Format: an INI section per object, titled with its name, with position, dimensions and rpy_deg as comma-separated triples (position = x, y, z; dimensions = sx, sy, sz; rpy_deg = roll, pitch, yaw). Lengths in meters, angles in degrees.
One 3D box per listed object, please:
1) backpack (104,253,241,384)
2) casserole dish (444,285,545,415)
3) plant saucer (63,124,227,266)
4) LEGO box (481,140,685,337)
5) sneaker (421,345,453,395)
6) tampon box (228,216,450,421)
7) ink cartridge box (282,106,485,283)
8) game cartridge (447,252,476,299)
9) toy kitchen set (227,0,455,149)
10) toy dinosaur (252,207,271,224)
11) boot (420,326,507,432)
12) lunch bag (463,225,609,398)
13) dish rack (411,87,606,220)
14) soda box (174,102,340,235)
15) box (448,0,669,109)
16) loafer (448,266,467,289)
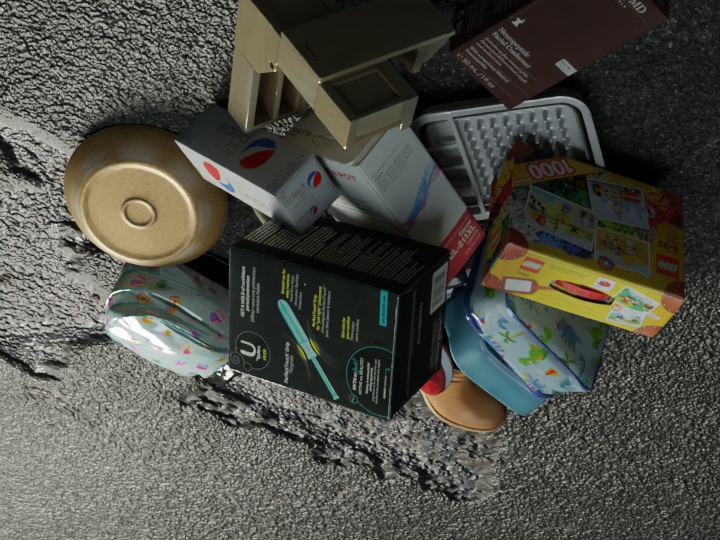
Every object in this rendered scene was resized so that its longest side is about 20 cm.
[backpack]
position = -0.221, 0.059, 1.843
dimensions = 0.199, 0.127, 0.167
rpy_deg = 31, 140, -18
[casserole dish]
position = 0.172, 0.092, 1.741
dimensions = 0.039, 0.122, 0.200
rpy_deg = -22, 137, 33
[plant saucer]
position = -0.258, -0.077, 1.718
dimensions = 0.199, 0.036, 0.201
rpy_deg = 4, 126, 5
[LEGO box]
position = 0.237, -0.033, 1.548
dimensions = 0.199, 0.149, 0.077
rpy_deg = 17, 141, -10
[sneaker]
position = 0.035, 0.108, 1.711
dimensions = 0.078, 0.116, 0.200
rpy_deg = 10, 144, 40
[tampon box]
position = -0.024, 0.042, 1.538
dimensions = 0.199, 0.126, 0.151
rpy_deg = 16, 118, 24
[ink cartridge box]
position = 0.024, -0.089, 1.590
dimensions = 0.145, 0.083, 0.200
rpy_deg = 21, 156, 49
[game cartridge]
position = 0.159, 0.052, 1.825
dimensions = 0.133, 0.041, 0.200
rpy_deg = -19, 133, 26
[toy kitchen set]
position = -0.010, -0.186, 1.483
dimensions = 0.163, 0.200, 0.181
rpy_deg = -24, 150, -26
[toy dinosaur]
position = -0.070, -0.008, 1.709
dimensions = 0.200, 0.088, 0.047
rpy_deg = 31, -177, 21
[boot]
position = 0.121, 0.136, 1.851
dimensions = 0.199, 0.074, 0.155
rpy_deg = 31, 160, -6
[lunch bag]
position = 0.210, 0.041, 1.704
dimensions = 0.082, 0.161, 0.200
rpy_deg = -15, 135, 40
[dish rack]
position = 0.165, -0.132, 1.594
dimensions = 0.199, 0.044, 0.172
rpy_deg = -6, 138, 18
[soda box]
position = -0.114, -0.112, 1.575
dimensions = 0.200, 0.064, 0.068
rpy_deg = 31, 162, 45
[box]
position = 0.193, -0.249, 1.423
dimensions = 0.200, 0.075, 0.100
rpy_deg = -29, 127, 36
[loafer]
position = 0.059, 0.021, 1.735
dimensions = 0.071, 0.068, 0.200
rpy_deg = 56, 146, 0
